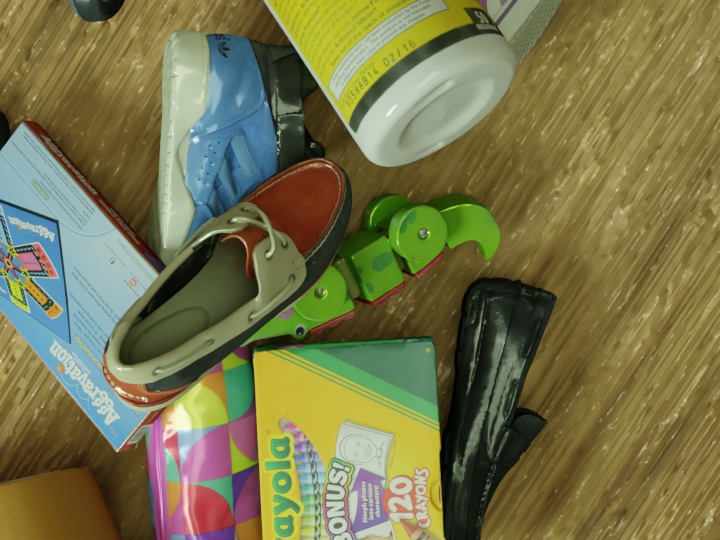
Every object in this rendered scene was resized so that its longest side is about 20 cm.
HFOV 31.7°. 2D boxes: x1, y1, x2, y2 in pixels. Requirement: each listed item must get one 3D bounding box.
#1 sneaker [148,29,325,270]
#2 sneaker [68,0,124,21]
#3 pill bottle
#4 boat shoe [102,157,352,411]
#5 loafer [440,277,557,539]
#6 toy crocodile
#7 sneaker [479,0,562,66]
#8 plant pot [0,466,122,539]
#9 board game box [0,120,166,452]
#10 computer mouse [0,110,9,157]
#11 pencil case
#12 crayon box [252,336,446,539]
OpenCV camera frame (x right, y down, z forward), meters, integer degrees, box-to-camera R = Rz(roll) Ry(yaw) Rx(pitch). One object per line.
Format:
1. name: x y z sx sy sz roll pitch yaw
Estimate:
1. sneaker: -0.079 -0.054 0.837 0.111 0.077 0.201 2 108 -17
2. sneaker: -0.198 -0.258 0.817 0.087 0.074 0.201 -3 90 12
3. pill bottle: 0.001 -0.174 0.790 0.111 0.111 0.200 -33 74 0
4. boat shoe: -0.075 0.000 0.750 0.071 0.063 0.200 39 69 13
5. loafer: 0.093 0.106 0.875 0.070 0.068 0.202 9 93 3
6. toy crocodile: 0.000 0.000 0.844 0.199 0.067 0.062 -28 109 -15
7. sneaker: 0.082 -0.207 0.846 0.114 0.073 0.201 34 99 12
8. plant pot: -0.218 0.230 0.816 0.199 0.200 0.184 -14 82 -3
9. board game box: -0.183 0.008 0.815 0.200 0.019 0.103 46 105 17
10. computer mouse: -0.313 -0.038 0.843 0.059 0.034 0.200 44 92 -9
11. pencil case: -0.109 0.137 0.856 0.088 0.088 0.201 -8 97 -4
12. crayon box: -0.006 0.146 0.831 0.118 0.058 0.201 -3 89 -1
